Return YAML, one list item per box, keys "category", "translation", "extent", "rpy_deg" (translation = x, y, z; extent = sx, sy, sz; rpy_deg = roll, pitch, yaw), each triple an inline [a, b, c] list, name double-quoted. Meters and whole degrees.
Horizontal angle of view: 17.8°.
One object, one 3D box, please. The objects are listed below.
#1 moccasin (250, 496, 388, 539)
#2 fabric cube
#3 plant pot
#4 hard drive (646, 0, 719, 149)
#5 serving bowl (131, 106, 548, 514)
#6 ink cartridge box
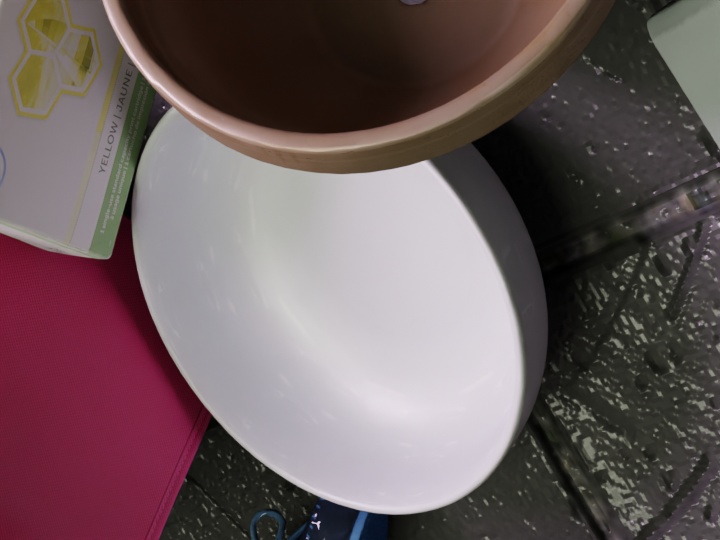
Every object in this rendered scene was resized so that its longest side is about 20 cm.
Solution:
- category: "moccasin"
  translation: [-0.039, 0.170, 1.089]
  extent: [0.068, 0.081, 0.201]
  rpy_deg: [25, 130, 10]
- category: "fabric cube"
  translation: [-0.207, 0.061, 1.036]
  extent: [0.199, 0.197, 0.199]
  rpy_deg: [40, 141, -25]
- category: "plant pot"
  translation: [0.011, -0.122, 0.833]
  extent: [0.200, 0.202, 0.093]
  rpy_deg: [27, 172, 24]
- category: "hard drive"
  translation: [0.205, -0.074, 0.779]
  extent: [0.199, 0.026, 0.132]
  rpy_deg: [-29, 96, 45]
- category: "serving bowl"
  translation: [0.000, 0.000, 0.965]
  extent: [0.199, 0.066, 0.202]
  rpy_deg: [21, 127, 30]
- category: "ink cartridge box"
  translation: [-0.158, -0.099, 0.907]
  extent: [0.048, 0.199, 0.147]
  rpy_deg: [12, 83, 35]
